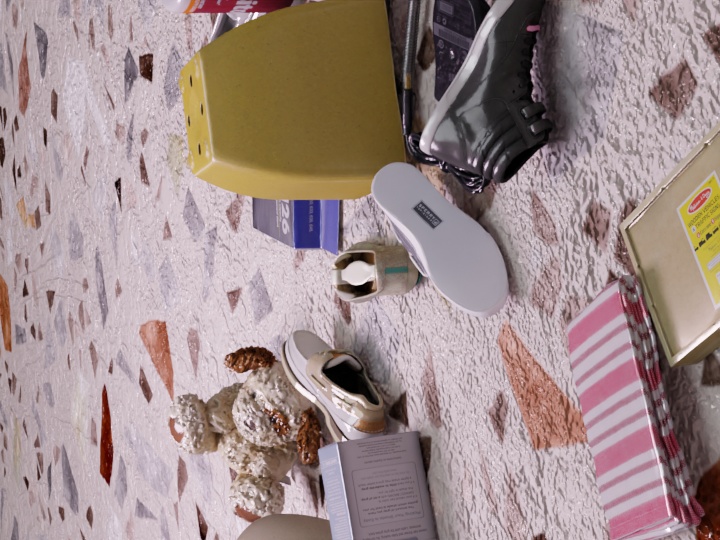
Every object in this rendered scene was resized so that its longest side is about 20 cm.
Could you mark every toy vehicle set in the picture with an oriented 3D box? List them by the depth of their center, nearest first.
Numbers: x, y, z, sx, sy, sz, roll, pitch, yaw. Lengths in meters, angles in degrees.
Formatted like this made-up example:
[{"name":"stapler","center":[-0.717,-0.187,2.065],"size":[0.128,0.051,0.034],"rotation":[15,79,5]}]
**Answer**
[{"name":"toy vehicle set","center":[0.265,-0.027,1.135],"size":[0.200,0.026,0.126],"rotation":[127,133,-56]}]

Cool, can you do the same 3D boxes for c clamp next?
[{"name":"c clamp","center":[0.044,-0.238,1.593],"size":[0.171,0.027,0.202],"rotation":[-135,44,-62]}]

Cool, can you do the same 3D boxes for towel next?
[{"name":"towel","center":[0.216,0.117,1.253],"size":[0.146,0.030,0.202],"rotation":[125,136,-70]}]

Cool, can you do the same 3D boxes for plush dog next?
[{"name":"plush dog","center":[-0.117,0.188,1.935],"size":[0.200,0.160,0.172],"rotation":[48,130,10]}]

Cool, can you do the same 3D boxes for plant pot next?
[{"name":"plant pot","center":[-0.082,-0.171,1.641],"size":[0.194,0.198,0.198],"rotation":[166,96,-73]}]

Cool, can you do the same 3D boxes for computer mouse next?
[{"name":"computer mouse","center":[0.088,-0.184,1.473],"size":[0.140,0.046,0.202],"rotation":[30,130,52]}]

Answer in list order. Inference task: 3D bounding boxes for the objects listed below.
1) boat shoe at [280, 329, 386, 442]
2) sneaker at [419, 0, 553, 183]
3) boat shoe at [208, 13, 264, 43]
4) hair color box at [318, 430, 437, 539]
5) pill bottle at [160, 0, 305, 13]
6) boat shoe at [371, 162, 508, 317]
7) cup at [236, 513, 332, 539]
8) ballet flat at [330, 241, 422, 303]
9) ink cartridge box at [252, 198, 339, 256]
[{"name":"boat shoe","center":[-0.025,0.122,1.764],"size":[0.200,0.074,0.069],"rotation":[49,132,42]},{"name":"sneaker","center":[0.140,-0.167,1.352],"size":[0.099,0.071,0.201],"rotation":[34,107,16]},{"name":"boat shoe","center":[-0.142,-0.332,1.930],"size":[0.201,0.066,0.074],"rotation":[111,145,-44]},{"name":"hair color box","center":[0.024,0.278,1.640],"size":[0.061,0.098,0.203],"rotation":[148,114,-62]},{"name":"pill bottle","center":[-0.121,-0.343,1.721],"size":[0.113,0.198,0.115],"rotation":[175,90,-65]},{"name":"boat shoe","center":[0.080,-0.021,1.506],"size":[0.200,0.072,0.068],"rotation":[48,172,34]},{"name":"cup","center":[-0.036,0.363,1.718],"size":[0.142,0.199,0.203],"rotation":[-16,79,41]},{"name":"ballet flat","center":[0.000,0.000,1.685],"size":[0.200,0.062,0.068],"rotation":[165,100,-66]},{"name":"ink cartridge box","center":[-0.081,-0.131,1.865],"size":[0.200,0.046,0.200],"rotation":[-154,63,-65]}]
